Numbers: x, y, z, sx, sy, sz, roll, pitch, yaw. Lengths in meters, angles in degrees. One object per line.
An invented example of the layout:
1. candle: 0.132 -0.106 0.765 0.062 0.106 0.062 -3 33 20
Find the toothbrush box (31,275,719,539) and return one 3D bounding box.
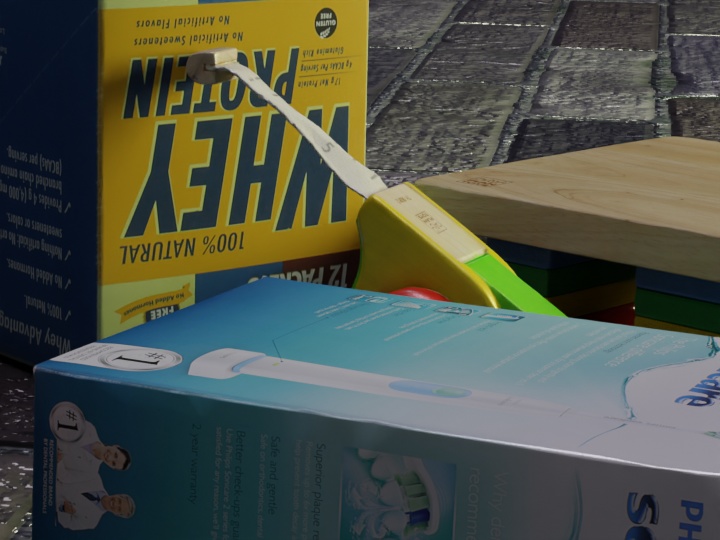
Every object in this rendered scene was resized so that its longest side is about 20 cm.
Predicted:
1. toothbrush box: 0.028 0.064 0.678 0.199 0.086 0.146 6 12 22

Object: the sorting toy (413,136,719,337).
1. sorting toy: 0.159 -0.003 1.036 0.199 0.070 0.198 12 16 41

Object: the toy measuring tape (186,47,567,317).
1. toy measuring tape: 0.000 0.000 0.905 0.200 0.074 0.074 40 24 13

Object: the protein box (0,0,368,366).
1. protein box: -0.108 -0.074 1.021 0.134 0.201 0.198 -9 16 -38
